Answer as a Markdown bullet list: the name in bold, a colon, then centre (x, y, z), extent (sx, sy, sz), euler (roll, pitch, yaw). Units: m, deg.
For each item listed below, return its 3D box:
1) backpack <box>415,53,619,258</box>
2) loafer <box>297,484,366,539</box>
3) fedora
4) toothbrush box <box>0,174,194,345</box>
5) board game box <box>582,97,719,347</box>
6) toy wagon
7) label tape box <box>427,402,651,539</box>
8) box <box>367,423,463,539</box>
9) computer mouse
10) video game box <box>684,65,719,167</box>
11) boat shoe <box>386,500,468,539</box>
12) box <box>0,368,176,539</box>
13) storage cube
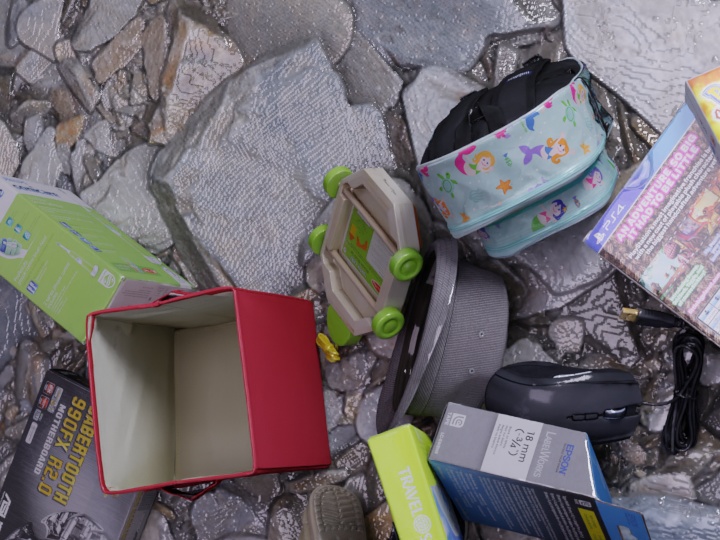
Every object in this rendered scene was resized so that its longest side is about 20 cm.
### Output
- **backpack**: centre (0.144, -0.102, 1.468), extent (0.177, 0.200, 0.151), euler (-26, 95, 18)
- **loafer**: centre (-0.024, 0.307, 1.545), extent (0.075, 0.068, 0.201), euler (9, 50, -14)
- **fedora**: centre (0.086, 0.072, 1.516), extent (0.090, 0.177, 0.201), euler (16, 92, -6)
- **toothbrush box**: centre (-0.296, -0.008, 1.676), extent (0.200, 0.145, 0.086), euler (37, 100, 21)
- **board game box**: centre (0.331, -0.027, 1.433), extent (0.200, 0.097, 0.160), euler (40, 100, 22)
- **toy wagon**: centre (0.000, 0.000, 1.575), extent (0.155, 0.039, 0.201), euler (52, 137, 43)
- **label tape box**: centre (0.176, 0.195, 1.449), extent (0.199, 0.144, 0.064), euler (11, 64, 24)
- **box**: centre (0.064, 0.245, 1.452), extent (0.047, 0.122, 0.201), euler (-20, 77, 6)
- **computer mouse**: centre (0.215, 0.099, 1.443), extent (0.198, 0.046, 0.141), euler (8, 111, 2)
- **video game box**: centre (0.401, -0.118, 1.353), extent (0.199, 0.047, 0.183), euler (-23, 65, 2)
- **boat shoe**: centre (0.056, 0.276, 1.542), extent (0.074, 0.062, 0.202), euler (10, 87, 25)
- **box**: centre (-0.297, 0.227, 1.706), extent (0.158, 0.048, 0.201), euler (24, 95, 24)
- **storage cube**: centre (-0.147, 0.122, 1.581), extent (0.170, 0.180, 0.202), euler (-11, 82, 22)
